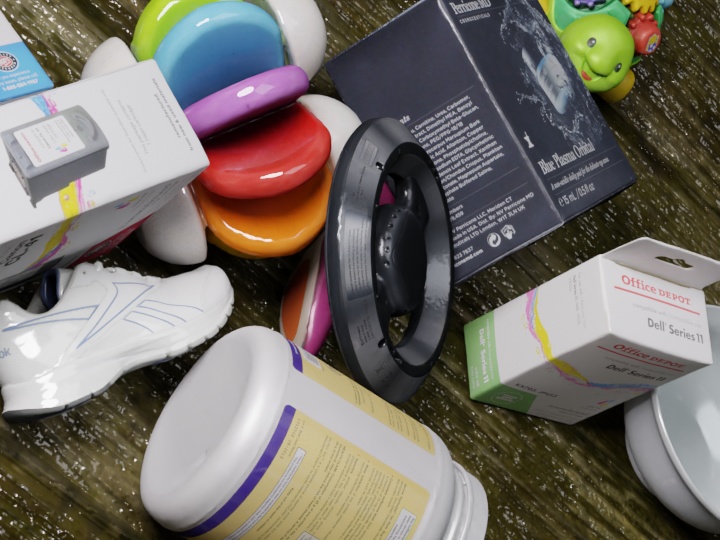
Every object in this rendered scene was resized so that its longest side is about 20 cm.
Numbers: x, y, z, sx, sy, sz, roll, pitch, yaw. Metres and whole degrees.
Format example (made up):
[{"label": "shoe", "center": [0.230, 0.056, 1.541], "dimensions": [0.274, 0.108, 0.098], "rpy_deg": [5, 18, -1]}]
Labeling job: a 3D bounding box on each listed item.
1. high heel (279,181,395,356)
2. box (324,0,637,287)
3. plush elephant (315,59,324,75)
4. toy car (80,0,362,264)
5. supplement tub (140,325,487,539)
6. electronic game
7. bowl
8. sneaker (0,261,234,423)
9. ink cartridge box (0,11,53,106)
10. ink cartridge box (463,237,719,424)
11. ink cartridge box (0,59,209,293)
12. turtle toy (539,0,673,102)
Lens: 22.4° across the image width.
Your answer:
[{"label": "high heel", "center": [0.000, 0.000, 1.354], "dimensions": [0.096, 0.067, 0.201], "rpy_deg": [25, 50, -16]}, {"label": "box", "center": [0.100, -0.114, 1.435], "dimensions": [0.201, 0.117, 0.197], "rpy_deg": [60, 28, 1]}, {"label": "plush elephant", "center": [-0.063, -0.268, 1.362], "dimensions": [0.199, 0.165, 0.155], "rpy_deg": [30, 57, 9]}, {"label": "toy car", "center": [-0.083, -0.101, 1.237], "dimensions": [0.174, 0.150, 0.201], "rpy_deg": [-23, 101, -14]}, {"label": "supplement tub", "center": [-0.029, 0.143, 1.205], "dimensions": [0.200, 0.145, 0.146], "rpy_deg": [34, 50, -23]}, {"label": "electronic game", "center": [0.021, -0.007, 1.273], "dimensions": [0.200, 0.041, 0.201], "rpy_deg": [-2, 90, -68]}, {"label": "bowl", "center": [0.286, 0.137, 1.518], "dimensions": [0.200, 0.090, 0.202], "rpy_deg": [19, 58, -32]}, {"label": "sneaker", "center": [-0.161, 0.029, 1.193], "dimensions": [0.200, 0.074, 0.087], "rpy_deg": [-27, 96, -46]}, {"label": "ink cartridge box", "center": [-0.304, -0.161, 1.162], "dimensions": [0.116, 0.068, 0.200], "rpy_deg": [-23, 71, -45]}, {"label": "ink cartridge box", "center": [0.188, 0.050, 1.400], "dimensions": [0.117, 0.200, 0.068], "rpy_deg": [16, 59, -34]}, {"label": "ink cartridge box", "center": [-0.216, -0.045, 1.139], "dimensions": [0.200, 0.147, 0.086], "rpy_deg": [-27, 85, -44]}, {"label": "turtle toy", "center": [0.216, -0.230, 1.637], "dimensions": [0.146, 0.101, 0.200], "rpy_deg": [39, 48, -19]}]
